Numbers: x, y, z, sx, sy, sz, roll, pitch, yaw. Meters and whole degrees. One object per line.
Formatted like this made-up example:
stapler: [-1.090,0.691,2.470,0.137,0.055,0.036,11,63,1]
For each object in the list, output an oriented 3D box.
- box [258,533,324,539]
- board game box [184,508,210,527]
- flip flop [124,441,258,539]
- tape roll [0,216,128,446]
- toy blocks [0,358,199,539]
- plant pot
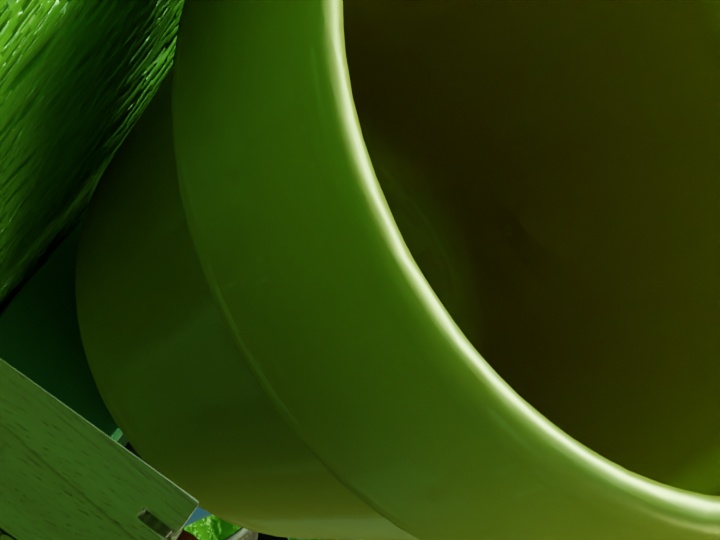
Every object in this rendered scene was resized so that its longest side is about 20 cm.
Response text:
box: [-0.014,0.134,0.780,0.137,0.040,0.201,84,-3,-60]
board game box: [-0.093,0.075,0.914,0.157,0.039,0.200,-18,165,-22]
flip flop: [-0.069,0.100,0.663,0.200,0.057,0.081,-54,180,-17]
tape roll: [-0.106,0.060,0.698,0.201,0.048,0.200,-54,179,-1]
toy blocks: [-0.064,0.078,0.459,0.100,0.137,0.200,-54,180,-20]
plant pot: [0.024,-0.015,0.555,0.189,0.201,0.201,-26,-157,53]
